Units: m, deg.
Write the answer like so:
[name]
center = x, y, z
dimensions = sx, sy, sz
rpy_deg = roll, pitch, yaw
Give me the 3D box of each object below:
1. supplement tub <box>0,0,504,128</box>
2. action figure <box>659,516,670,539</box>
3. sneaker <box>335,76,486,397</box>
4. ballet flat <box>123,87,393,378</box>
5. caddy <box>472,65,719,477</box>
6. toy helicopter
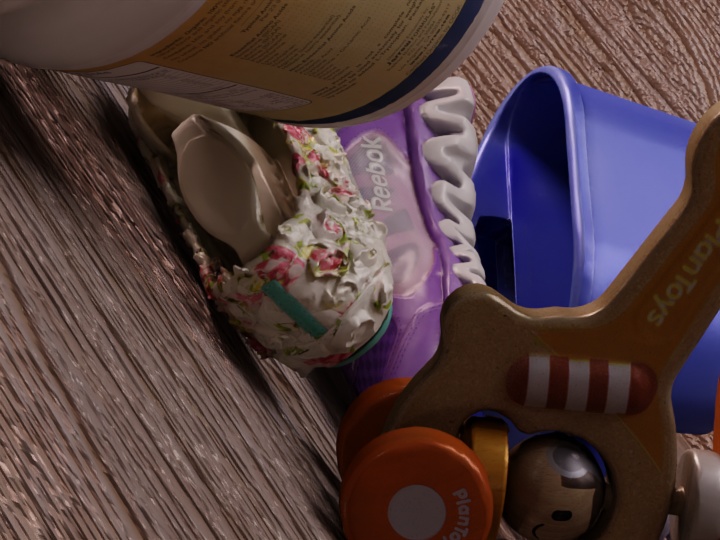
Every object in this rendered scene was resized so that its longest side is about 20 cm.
[supplement tub]
center = -0.055, -0.125, 0.766
dimensions = 0.200, 0.144, 0.144
rpy_deg = 9, 40, -55
[action figure]
center = 0.101, 0.083, 1.181
dimensions = 0.130, 0.069, 0.200
rpy_deg = 40, 6, -28
[sneaker]
center = 0.000, 0.000, 0.970
dimensions = 0.200, 0.088, 0.081
rpy_deg = -92, -167, -48
[ballet flat]
center = -0.044, -0.044, 0.879
dimensions = 0.064, 0.076, 0.200
rpy_deg = 37, 13, -40
[caddy]
center = 0.081, 0.010, 1.050
dimensions = 0.105, 0.141, 0.200
rpy_deg = 15, 46, -16
[toy helicopter]
center = 0.089, 0.035, 0.801
dimensions = 0.132, 0.200, 0.079
rpy_deg = 34, 9, -8
